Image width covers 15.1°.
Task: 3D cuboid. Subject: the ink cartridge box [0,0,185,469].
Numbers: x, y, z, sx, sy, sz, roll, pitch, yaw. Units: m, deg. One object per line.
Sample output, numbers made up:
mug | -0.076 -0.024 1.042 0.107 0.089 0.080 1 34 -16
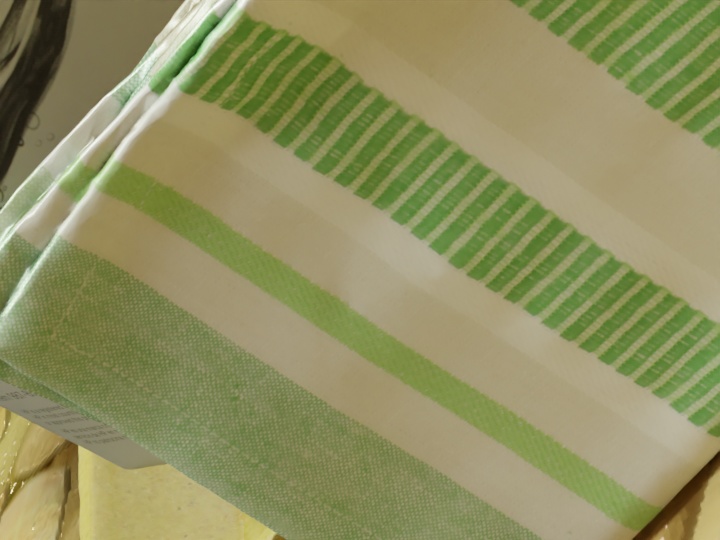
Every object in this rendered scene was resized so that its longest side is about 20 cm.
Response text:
ink cartridge box | -0.093 -0.036 0.614 0.145 0.200 0.084 -14 52 60

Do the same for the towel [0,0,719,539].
towel | 0.032 -0.020 0.523 0.200 0.152 0.023 -48 21 25

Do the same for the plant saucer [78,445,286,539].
plant saucer | 0.000 0.000 0.698 0.200 0.048 0.200 -50 27 25
